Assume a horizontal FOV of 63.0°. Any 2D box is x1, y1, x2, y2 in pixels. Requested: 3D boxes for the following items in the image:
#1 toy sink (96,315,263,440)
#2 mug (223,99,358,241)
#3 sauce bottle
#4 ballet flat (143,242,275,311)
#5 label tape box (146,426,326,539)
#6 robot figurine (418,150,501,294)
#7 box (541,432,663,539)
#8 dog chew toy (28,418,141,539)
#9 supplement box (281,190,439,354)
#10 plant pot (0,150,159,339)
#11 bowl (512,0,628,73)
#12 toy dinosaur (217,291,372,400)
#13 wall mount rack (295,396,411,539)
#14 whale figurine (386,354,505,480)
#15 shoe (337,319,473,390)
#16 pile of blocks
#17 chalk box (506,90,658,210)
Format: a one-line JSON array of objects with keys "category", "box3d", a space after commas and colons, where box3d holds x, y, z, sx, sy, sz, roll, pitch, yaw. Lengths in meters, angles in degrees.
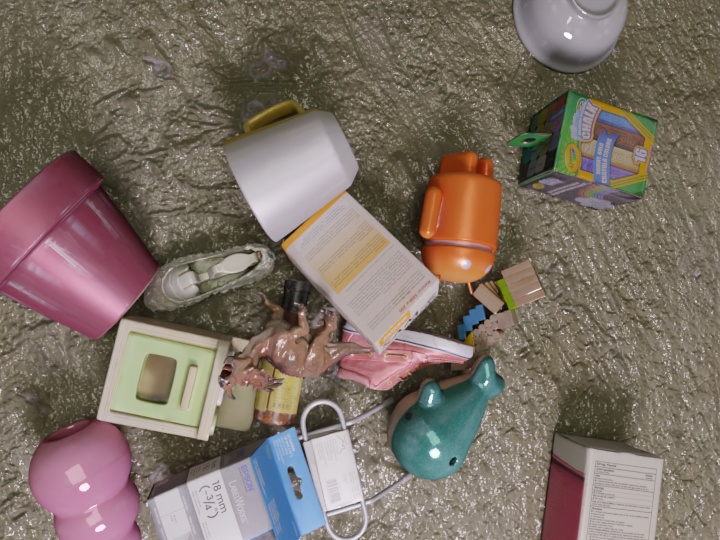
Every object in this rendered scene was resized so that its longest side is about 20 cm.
[{"category": "toy sink", "box3d": [-0.232, 0.148, 0.798, 0.196, 0.112, 0.133, 15, 85, -10]}, {"category": "mug", "box3d": [-0.094, -0.159, 0.807, 0.151, 0.149, 0.189, -27, 87, 2]}, {"category": "sauce bottle", "box3d": [-0.106, 0.117, 0.845, 0.065, 0.066, 0.205, 13, 82, -9]}, {"category": "ballet flat", "box3d": [-0.217, 0.002, 0.833, 0.196, 0.072, 0.073, -20, 91, -10]}, {"category": "label tape box", "box3d": [-0.152, 0.311, 0.755, 0.196, 0.063, 0.147, -20, 91, -13]}, {"category": "robot figurine", "box3d": [0.151, -0.070, 0.877, 0.114, 0.144, 0.205, 6, 86, 12]}, {"category": "box", "box3d": [0.364, 0.366, 0.897, 0.125, 0.109, 0.205, 10, 85, -9]}, {"category": "dog chew toy", "box3d": [-0.349, 0.303, 0.770, 0.122, 0.124, 0.204, -17, 99, -10]}, {"category": "supplement box", "box3d": [0.000, 0.000, 0.835, 0.126, 0.074, 0.200, -42, 72, -9]}, {"category": "plant pot", "box3d": [-0.368, -0.018, 0.752, 0.179, 0.199, 0.201, 45, 81, -20]}, {"category": "bowl", "box3d": [0.354, -0.433, 0.945, 0.196, 0.090, 0.206, 0, 88, -10]}, {"category": "toy dinosaur", "box3d": [-0.090, 0.111, 0.779, 0.196, 0.086, 0.139, 16, 86, -23]}, {"category": "wall mount rack", "box3d": [-0.013, 0.274, 0.855, 0.170, 0.075, 0.205, -14, 90, -7]}, {"category": "whale figurine", "box3d": [0.134, 0.216, 0.845, 0.199, 0.104, 0.160, -37, 126, -5]}, {"category": "shoe", "box3d": [0.064, 0.133, 0.869, 0.195, 0.071, 0.093, 11, 88, 3]}, {"category": "pile of blocks", "box3d": [0.203, 0.069, 0.902, 0.082, 0.062, 0.201, 44, 104, 20]}, {"category": "chalk box", "box3d": [0.328, -0.187, 0.911, 0.196, 0.124, 0.127, 16, 85, -10]}]
